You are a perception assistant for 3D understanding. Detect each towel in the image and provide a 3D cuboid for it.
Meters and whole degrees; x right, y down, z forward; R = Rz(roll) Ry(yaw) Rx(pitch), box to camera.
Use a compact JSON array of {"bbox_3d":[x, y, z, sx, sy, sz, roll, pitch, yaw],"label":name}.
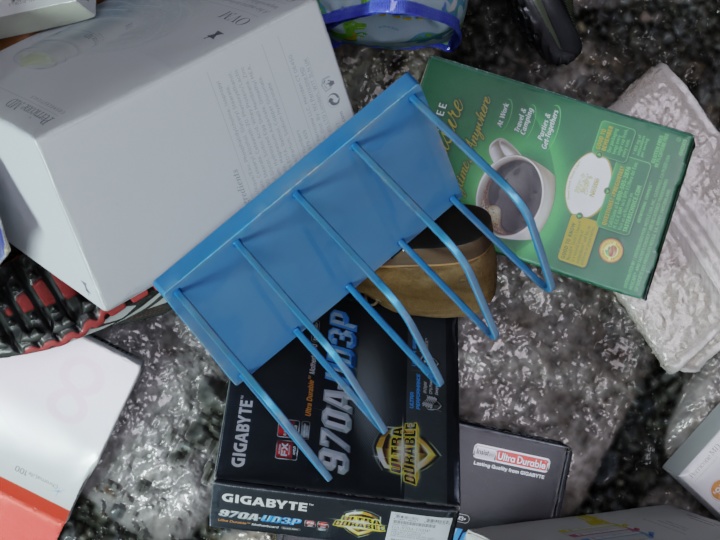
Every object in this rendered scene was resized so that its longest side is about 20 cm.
[{"bbox_3d":[0.227,-0.035,1.131,0.132,0.034,0.200,-36,92,-3],"label":"towel"}]

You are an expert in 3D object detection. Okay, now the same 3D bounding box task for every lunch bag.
[{"bbox_3d":[0.019,-0.241,1.036,0.127,0.200,0.171,0,91,-2],"label":"lunch bag"}]

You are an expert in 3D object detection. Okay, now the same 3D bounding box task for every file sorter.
[{"bbox_3d":[0.004,0.012,0.947,0.200,0.139,0.123,-39,59,-6],"label":"file sorter"}]

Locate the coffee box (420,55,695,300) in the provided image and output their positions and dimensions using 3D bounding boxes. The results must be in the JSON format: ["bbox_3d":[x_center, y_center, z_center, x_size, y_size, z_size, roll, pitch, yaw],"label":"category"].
[{"bbox_3d":[0.125,-0.066,1.095,0.199,0.044,0.124,17,92,13],"label":"coffee box"}]

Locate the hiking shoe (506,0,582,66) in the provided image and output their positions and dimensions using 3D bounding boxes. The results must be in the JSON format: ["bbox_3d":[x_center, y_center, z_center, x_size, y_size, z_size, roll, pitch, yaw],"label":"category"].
[{"bbox_3d":[0.143,-0.250,1.104,0.100,0.076,0.201,-14,90,1],"label":"hiking shoe"}]

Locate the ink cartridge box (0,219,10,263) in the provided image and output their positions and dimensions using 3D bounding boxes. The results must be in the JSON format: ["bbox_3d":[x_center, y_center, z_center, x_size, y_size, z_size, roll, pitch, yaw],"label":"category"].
[{"bbox_3d":[-0.293,-0.054,1.004,0.040,0.200,0.201,-8,69,-31],"label":"ink cartridge box"}]

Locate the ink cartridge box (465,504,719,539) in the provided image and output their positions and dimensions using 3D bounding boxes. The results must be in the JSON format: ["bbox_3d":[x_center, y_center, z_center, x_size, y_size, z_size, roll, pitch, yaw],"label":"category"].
[{"bbox_3d":[0.164,0.244,1.050,0.199,0.125,0.129,-3,95,-26],"label":"ink cartridge box"}]

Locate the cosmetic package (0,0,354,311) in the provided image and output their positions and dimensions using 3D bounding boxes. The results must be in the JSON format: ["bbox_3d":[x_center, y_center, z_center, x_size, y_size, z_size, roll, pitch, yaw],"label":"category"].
[{"bbox_3d":[-0.139,-0.095,0.991,0.200,0.199,0.123,-32,120,-22],"label":"cosmetic package"}]

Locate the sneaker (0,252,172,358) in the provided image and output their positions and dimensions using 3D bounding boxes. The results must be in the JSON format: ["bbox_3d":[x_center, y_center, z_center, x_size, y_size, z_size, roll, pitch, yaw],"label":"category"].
[{"bbox_3d":[-0.181,0.011,1.075,0.200,0.098,0.071,-28,75,-12],"label":"sneaker"}]

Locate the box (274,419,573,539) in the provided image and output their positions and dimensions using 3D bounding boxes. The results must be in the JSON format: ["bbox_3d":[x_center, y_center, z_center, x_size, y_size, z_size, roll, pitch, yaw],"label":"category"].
[{"bbox_3d":[0.036,0.202,1.118,0.199,0.050,0.200,13,91,-3],"label":"box"}]

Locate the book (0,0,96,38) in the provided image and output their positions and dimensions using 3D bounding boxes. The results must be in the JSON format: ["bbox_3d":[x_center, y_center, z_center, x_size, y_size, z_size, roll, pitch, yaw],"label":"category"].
[{"bbox_3d":[-0.241,-0.256,1.043,0.133,0.048,0.201,-8,72,20],"label":"book"}]

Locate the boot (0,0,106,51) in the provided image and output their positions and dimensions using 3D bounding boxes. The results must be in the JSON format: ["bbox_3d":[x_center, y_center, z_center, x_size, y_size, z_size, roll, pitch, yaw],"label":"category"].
[{"bbox_3d":[-0.219,-0.124,1.088,0.199,0.077,0.156,-28,94,-5],"label":"boot"}]

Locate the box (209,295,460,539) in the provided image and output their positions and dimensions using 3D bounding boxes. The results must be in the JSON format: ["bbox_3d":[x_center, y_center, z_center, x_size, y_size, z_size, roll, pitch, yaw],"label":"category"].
[{"bbox_3d":[-0.013,0.096,1.048,0.158,0.200,0.046,8,128,-2],"label":"box"}]

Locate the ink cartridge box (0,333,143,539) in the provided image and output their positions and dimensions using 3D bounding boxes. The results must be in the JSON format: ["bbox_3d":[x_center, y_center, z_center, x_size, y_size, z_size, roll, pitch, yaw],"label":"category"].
[{"bbox_3d":[-0.268,0.120,1.103,0.162,0.057,0.201,26,85,-3],"label":"ink cartridge box"}]

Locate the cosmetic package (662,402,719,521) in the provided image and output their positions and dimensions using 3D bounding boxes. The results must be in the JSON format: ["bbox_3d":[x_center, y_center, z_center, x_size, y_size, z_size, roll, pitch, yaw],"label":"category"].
[{"bbox_3d":[0.321,0.100,1.128,0.082,0.051,0.200,42,89,-2],"label":"cosmetic package"}]

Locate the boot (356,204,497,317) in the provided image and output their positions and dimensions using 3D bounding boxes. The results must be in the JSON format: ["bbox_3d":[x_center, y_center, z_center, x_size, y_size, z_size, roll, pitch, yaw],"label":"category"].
[{"bbox_3d":[0.000,0.000,1.091,0.199,0.074,0.076,2,129,21],"label":"boot"}]
